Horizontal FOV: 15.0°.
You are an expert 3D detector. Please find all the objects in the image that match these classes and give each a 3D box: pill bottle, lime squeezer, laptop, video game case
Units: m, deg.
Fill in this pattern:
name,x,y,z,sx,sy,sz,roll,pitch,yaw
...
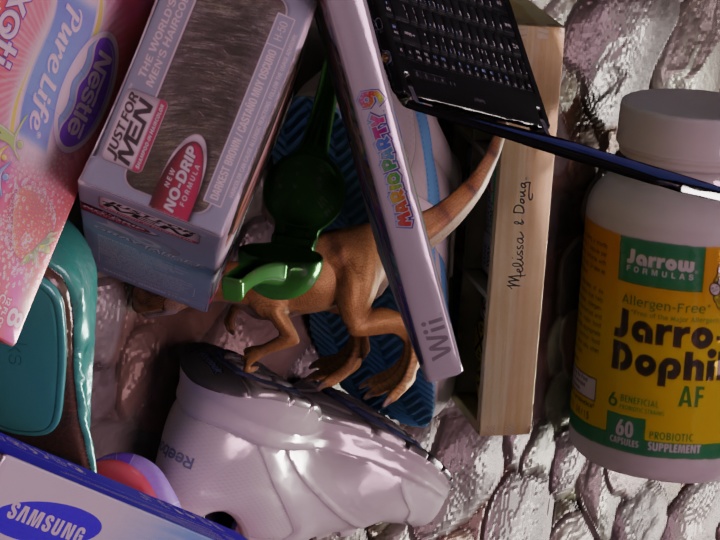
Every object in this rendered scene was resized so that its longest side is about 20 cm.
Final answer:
name,x,y,z,sx,sy,sz,roll,pitch,yaw
pill bottle,0.177,0.006,1.501,0.113,0.113,0.201,-16,115,-50
lime squeezer,-0.032,-0.034,1.162,0.200,0.038,0.071,-70,150,-46
laptop,0.081,-0.105,1.140,0.177,0.103,0.201,6,65,-67
video game case,-0.001,-0.073,1.094,0.018,0.143,0.201,-17,115,-2

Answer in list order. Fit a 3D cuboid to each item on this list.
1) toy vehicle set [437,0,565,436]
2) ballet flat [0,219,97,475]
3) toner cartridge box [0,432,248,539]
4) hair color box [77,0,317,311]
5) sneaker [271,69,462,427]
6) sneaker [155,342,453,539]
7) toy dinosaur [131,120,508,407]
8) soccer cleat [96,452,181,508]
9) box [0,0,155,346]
name,x,y,z,sx,sy,sz,roll,pitch,yaw
toy vehicle set,0.062,-0.034,1.329,0.026,0.124,0.201,0,106,-13
ballet flat,-0.136,0.057,1.127,0.070,0.067,0.201,-76,176,-54
toner cartridge box,-0.116,0.132,1.102,0.200,0.043,0.095,29,90,-52
hair color box,-0.067,-0.051,1.102,0.200,0.060,0.099,115,-4,-80
sneaker,0.018,-0.013,1.310,0.081,0.076,0.201,-43,135,-38
sneaker,-0.033,0.096,1.300,0.200,0.074,0.087,23,96,-48
toy dinosaur,0.000,0.000,1.219,0.199,0.060,0.107,-20,116,-11
soccer cleat,-0.089,0.156,1.237,0.076,0.067,0.201,-44,137,-44
box,-0.153,-0.086,1.027,0.095,0.102,0.201,34,74,-53
